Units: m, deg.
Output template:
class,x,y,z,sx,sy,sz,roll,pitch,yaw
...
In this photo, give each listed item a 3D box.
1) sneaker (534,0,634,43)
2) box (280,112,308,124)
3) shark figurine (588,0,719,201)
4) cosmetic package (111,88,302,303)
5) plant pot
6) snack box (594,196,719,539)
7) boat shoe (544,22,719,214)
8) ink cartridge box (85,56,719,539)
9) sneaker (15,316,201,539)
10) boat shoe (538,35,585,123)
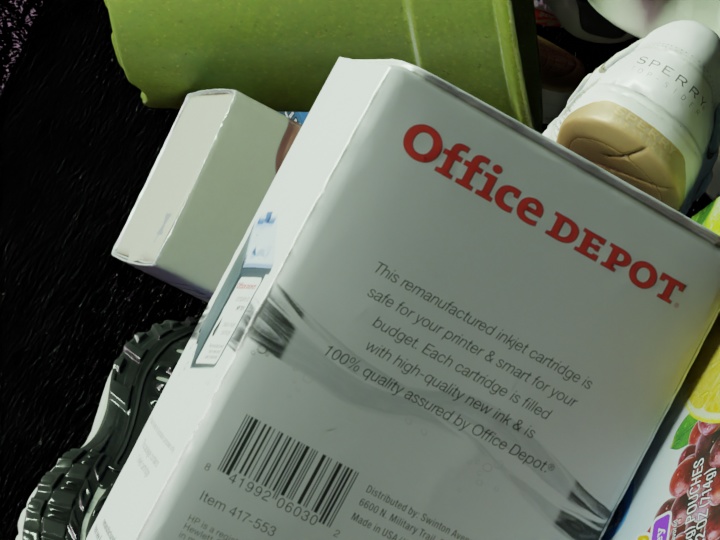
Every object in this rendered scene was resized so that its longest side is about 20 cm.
class,x,y,z,sx,sy,sz,roll,pitch,yaw
sneaker,0.118,-0.154,1.241,0.200,0.070,0.094,-90,15,-54
box,0.007,-0.086,1.259,0.137,0.038,0.201,-48,60,54
shark figurine,0.181,-0.146,1.011,0.128,0.089,0.215,45,119,38
cosmetic package,0.000,0.000,1.079,0.088,0.199,0.103,-65,18,-3
plant pot,-0.020,-0.147,1.120,0.200,0.189,0.201,-8,-90,-82
snack box,0.110,0.084,0.854,0.169,0.067,0.201,-41,25,49
boat shoe,0.113,-0.049,0.961,0.069,0.071,0.200,-54,-1,-11
ink cartridge box,0.016,0.047,0.821,0.201,0.146,0.086,-62,15,-2
sneaker,-0.092,0.092,1.053,0.200,0.074,0.080,-53,-20,-46
boat shoe,0.068,-0.099,1.283,0.200,0.070,0.070,-122,51,-71
